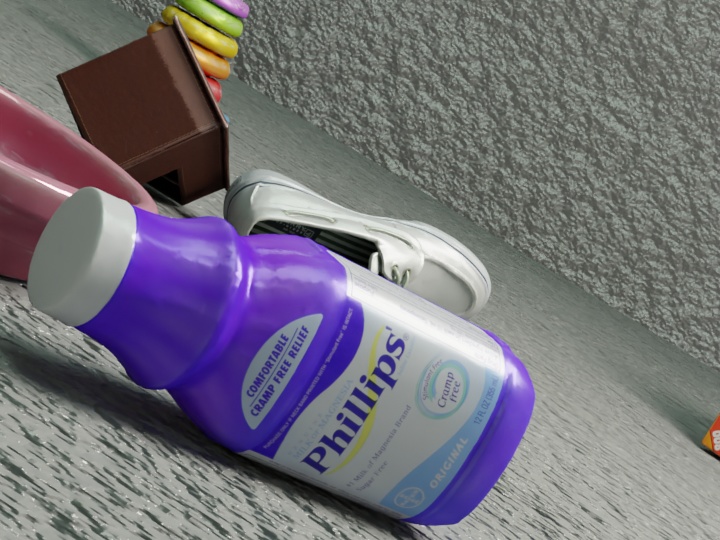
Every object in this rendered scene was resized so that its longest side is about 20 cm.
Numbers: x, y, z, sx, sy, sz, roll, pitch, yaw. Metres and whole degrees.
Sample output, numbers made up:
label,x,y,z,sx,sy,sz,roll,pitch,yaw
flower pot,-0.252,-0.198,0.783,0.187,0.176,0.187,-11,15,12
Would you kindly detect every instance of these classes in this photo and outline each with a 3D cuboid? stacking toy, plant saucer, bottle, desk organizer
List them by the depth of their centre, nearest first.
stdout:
label,x,y,z,sx,sy,sz,roll,pitch,yaw
bottle,-0.027,0.030,0.643,0.200,0.084,0.065,28,7,-33
plant saucer,-0.183,-0.054,0.728,0.200,0.051,0.201,31,6,-4
desk organizer,-0.130,-0.084,1.066,0.200,0.077,0.072,117,-52,-81
stacking toy,-0.154,-0.256,1.740,0.110,0.200,0.116,36,9,36

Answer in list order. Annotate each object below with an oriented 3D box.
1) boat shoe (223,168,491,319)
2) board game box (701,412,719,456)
label,x,y,z,sx,sy,sz,roll,pitch,yaw
boat shoe,0.000,0.000,1.142,0.200,0.074,0.067,19,25,-20
board game box,0.477,0.139,1.613,0.200,0.200,0.200,34,7,27
